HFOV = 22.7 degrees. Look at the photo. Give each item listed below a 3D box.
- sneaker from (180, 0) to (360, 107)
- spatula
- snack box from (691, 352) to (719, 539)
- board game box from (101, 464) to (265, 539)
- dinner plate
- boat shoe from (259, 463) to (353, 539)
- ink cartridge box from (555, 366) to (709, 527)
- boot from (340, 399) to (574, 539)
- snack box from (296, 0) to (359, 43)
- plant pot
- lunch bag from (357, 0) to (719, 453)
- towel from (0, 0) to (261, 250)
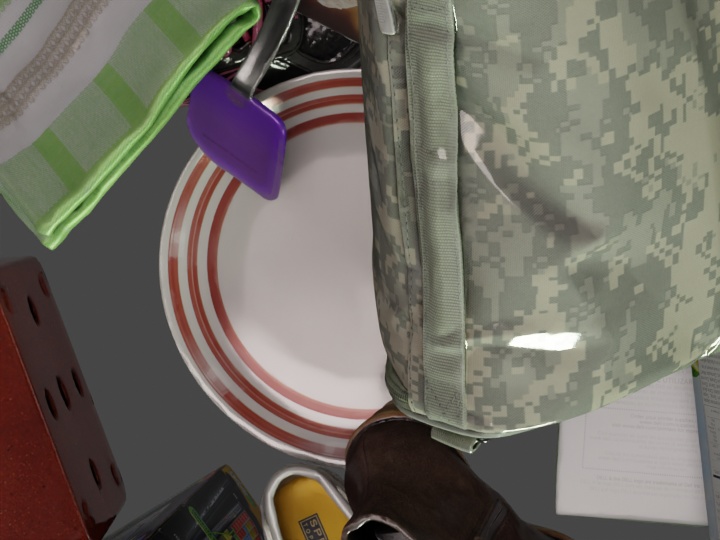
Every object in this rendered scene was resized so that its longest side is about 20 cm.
[{"bbox_3d":[-0.079,-0.110,0.855,0.199,0.095,0.080,-13,91,9],"label":"sneaker"},{"bbox_3d":[-0.038,-0.111,0.788,0.056,0.021,0.201,34,132,13],"label":"spatula"},{"bbox_3d":[0.236,0.072,0.800,0.168,0.068,0.202,-10,97,-23],"label":"snack box"},{"bbox_3d":[-0.148,0.181,0.862,0.199,0.165,0.057,-32,92,11],"label":"board game box"},{"bbox_3d":[0.000,0.000,0.881,0.198,0.024,0.202,1,105,5],"label":"dinner plate"},{"bbox_3d":[0.009,0.181,0.856,0.071,0.070,0.201,-26,76,-2],"label":"boat shoe"},{"bbox_3d":[0.150,0.017,0.850,0.103,0.059,0.202,3,94,9],"label":"ink cartridge box"},{"bbox_3d":[0.059,0.157,0.819,0.072,0.166,0.200,-38,100,14],"label":"boot"},{"bbox_3d":[-0.036,-0.156,0.802,0.199,0.024,0.072,31,143,28],"label":"snack box"},{"bbox_3d":[-0.221,0.088,0.857,0.175,0.200,0.201,-20,93,1],"label":"plant pot"},{"bbox_3d":[0.070,-0.053,0.660,0.139,0.168,0.201,14,121,31],"label":"lunch bag"},{"bbox_3d":[-0.150,-0.126,0.817,0.149,0.031,0.200,-49,60,8],"label":"towel"}]
